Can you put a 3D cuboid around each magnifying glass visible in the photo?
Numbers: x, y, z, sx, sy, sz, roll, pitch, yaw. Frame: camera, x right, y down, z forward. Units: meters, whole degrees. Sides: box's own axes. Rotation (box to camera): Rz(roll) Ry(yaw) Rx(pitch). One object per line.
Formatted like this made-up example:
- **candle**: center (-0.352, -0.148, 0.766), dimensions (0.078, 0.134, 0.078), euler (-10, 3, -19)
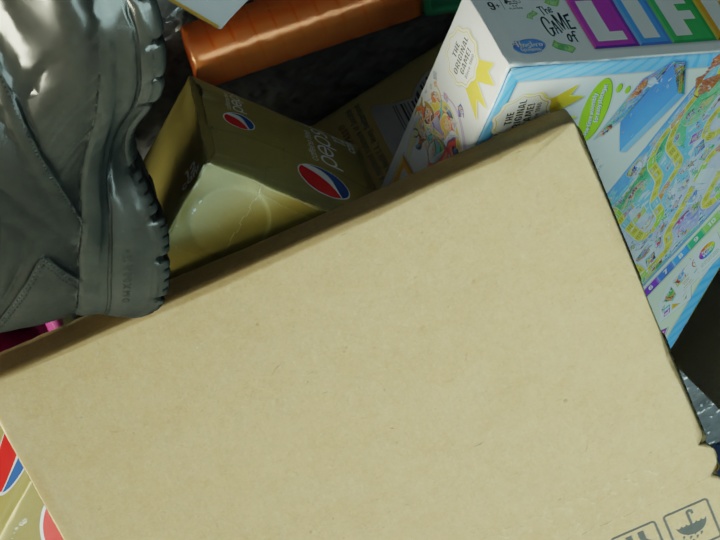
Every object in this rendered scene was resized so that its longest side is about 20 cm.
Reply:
- **magnifying glass**: center (0.038, -0.101, 0.793), dimensions (0.200, 0.022, 0.080), euler (-18, 152, -5)

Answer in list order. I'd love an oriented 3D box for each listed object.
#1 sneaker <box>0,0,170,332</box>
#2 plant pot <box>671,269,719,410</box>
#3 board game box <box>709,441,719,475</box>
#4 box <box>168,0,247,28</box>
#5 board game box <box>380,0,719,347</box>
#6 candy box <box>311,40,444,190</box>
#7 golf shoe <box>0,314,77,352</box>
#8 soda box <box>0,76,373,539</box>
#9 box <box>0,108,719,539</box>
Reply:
- **sneaker**: center (-0.102, -0.048, 0.642), dimensions (0.091, 0.076, 0.200), euler (-17, 138, -16)
- **plant pot**: center (0.250, 0.016, 0.964), dimensions (0.200, 0.187, 0.187), euler (-46, 142, 5)
- **board game box**: center (0.080, 0.127, 0.945), dimensions (0.135, 0.035, 0.200), euler (-16, 162, -13)
- **box**: center (-0.058, -0.146, 0.646), dimensions (0.200, 0.042, 0.119), euler (28, 120, -37)
- **board game box**: center (0.067, -0.015, 0.817), dimensions (0.134, 0.034, 0.200), euler (-7, 142, -28)
- **candy box**: center (0.000, 0.000, 0.875), dimensions (0.200, 0.055, 0.115), euler (-32, 144, 10)
- **golf shoe**: center (-0.163, -0.018, 0.726), dimensions (0.200, 0.092, 0.075), euler (16, 129, -41)
- **soda box**: center (-0.069, 0.040, 0.795), dimensions (0.068, 0.064, 0.200), euler (22, 113, -20)
- **box**: center (0.004, 0.058, 0.757), dimensions (0.200, 0.021, 0.164), euler (-24, 114, 3)
